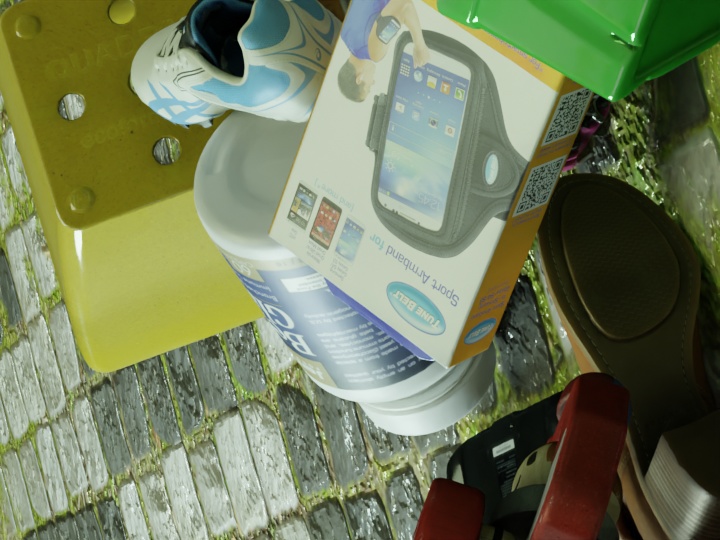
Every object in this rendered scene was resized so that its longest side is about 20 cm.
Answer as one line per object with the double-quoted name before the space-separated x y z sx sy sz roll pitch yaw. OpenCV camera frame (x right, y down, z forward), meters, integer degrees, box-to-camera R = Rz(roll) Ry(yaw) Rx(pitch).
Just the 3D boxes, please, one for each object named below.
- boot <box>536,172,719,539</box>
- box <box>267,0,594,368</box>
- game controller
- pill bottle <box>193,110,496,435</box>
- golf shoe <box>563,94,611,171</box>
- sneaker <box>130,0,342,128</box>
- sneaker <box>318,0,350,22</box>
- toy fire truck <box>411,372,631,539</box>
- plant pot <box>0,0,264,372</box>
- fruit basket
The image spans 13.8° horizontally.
"boot" 0.124 0.068 1.416 0.155 0.073 0.201 101 152 -57
"box" 0.031 -0.050 1.388 0.119 0.041 0.201 36 122 24
"game controller" 0.092 0.128 1.603 0.200 0.042 0.105 144 126 -68
"pill bottle" 0.000 0.000 1.571 0.111 0.111 0.200 57 180 44
"golf shoe" 0.072 -0.149 1.417 0.092 0.072 0.201 -129 32 -54
"sneaker" -0.069 -0.114 1.500 0.072 0.072 0.200 41 164 -24
"sneaker" -0.014 -0.187 1.513 0.088 0.075 0.201 -90 -10 -49
"toy fire truck" 0.076 0.130 1.299 0.168 0.112 0.201 -71 -2 -50
"plant pot" -0.105 -0.081 1.678 0.176 0.199 0.201 60 -169 -75
"fruit basket" 0.096 -0.205 1.234 0.215 0.155 0.216 39 145 34
